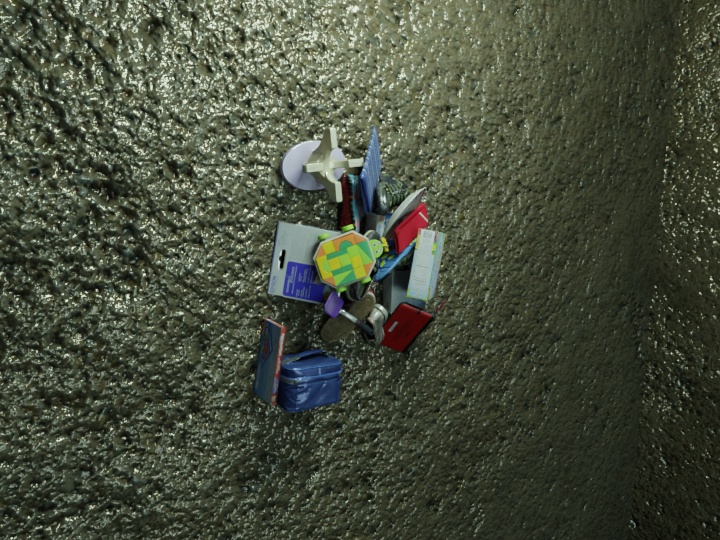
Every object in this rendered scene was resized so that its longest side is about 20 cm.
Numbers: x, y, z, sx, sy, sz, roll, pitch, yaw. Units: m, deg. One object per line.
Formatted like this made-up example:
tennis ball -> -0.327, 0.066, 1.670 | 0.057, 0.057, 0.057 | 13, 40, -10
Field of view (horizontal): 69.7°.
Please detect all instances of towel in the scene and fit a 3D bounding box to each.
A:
towel -> 0.026, -0.275, 1.425 | 0.146, 0.023, 0.202 | 77, 21, -53

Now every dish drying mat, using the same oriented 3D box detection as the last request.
dish drying mat -> 0.150, -0.125, 1.510 | 0.200, 0.018, 0.078 | -44, 133, -47

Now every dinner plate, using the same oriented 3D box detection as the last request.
dinner plate -> 0.115, -0.157, 1.447 | 0.024, 0.200, 0.200 | 40, 69, 5

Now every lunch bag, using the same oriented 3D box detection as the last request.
lunch bag -> -0.141, 0.289, 1.417 | 0.198, 0.135, 0.135 | -4, 101, -37

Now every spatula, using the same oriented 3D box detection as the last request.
spatula -> -0.026, 0.129, 1.404 | 0.199, 0.020, 0.057 | 39, 74, -33

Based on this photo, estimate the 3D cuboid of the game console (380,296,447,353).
game console -> 0.156, 0.152, 1.620 | 0.170, 0.201, 0.120 | 22, 41, -14

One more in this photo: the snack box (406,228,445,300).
snack box -> 0.199, -0.018, 1.550 | 0.168, 0.067, 0.204 | -2, 102, -73

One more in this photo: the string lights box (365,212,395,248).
string lights box -> 0.107, -0.122, 1.578 | 0.198, 0.059, 0.105 | -6, 105, -36

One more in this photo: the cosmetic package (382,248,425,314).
cosmetic package -> 0.142, 0.026, 1.638 | 0.149, 0.051, 0.204 | -6, 102, -35

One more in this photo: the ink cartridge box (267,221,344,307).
ink cartridge box -> -0.138, -0.018, 1.389 | 0.196, 0.043, 0.202 | 11, 95, -3

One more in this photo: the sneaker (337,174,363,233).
sneaker -> -0.007, -0.170, 1.471 | 0.094, 0.079, 0.204 | -7, 103, -38

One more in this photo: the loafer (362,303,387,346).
loafer -> 0.032, 0.174, 1.524 | 0.063, 0.072, 0.201 | -43, 158, -31

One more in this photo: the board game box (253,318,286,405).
board game box -> -0.238, 0.237, 1.354 | 0.019, 0.102, 0.204 | 6, 95, -38

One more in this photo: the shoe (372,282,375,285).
shoe -> 0.000, 0.000, 1.499 | 0.199, 0.090, 0.072 | 28, 82, -37

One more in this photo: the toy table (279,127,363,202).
toy table -> -0.098, -0.275, 1.359 | 0.198, 0.116, 0.187 | -28, 115, -31

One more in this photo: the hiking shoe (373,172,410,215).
hiking shoe -> 0.093, -0.217, 1.465 | 0.201, 0.099, 0.077 | -76, 175, -53

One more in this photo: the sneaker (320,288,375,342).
sneaker -> -0.036, 0.121, 1.512 | 0.199, 0.113, 0.071 | -40, 105, 12

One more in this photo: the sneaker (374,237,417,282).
sneaker -> 0.109, -0.022, 1.519 | 0.199, 0.070, 0.084 | -40, 127, -33

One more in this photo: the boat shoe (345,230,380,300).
boat shoe -> 0.019, -0.011, 1.413 | 0.071, 0.064, 0.203 | 25, 82, -32

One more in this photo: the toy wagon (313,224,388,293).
toy wagon -> -0.021, -0.038, 1.349 | 0.197, 0.040, 0.158 | -19, 94, -1
